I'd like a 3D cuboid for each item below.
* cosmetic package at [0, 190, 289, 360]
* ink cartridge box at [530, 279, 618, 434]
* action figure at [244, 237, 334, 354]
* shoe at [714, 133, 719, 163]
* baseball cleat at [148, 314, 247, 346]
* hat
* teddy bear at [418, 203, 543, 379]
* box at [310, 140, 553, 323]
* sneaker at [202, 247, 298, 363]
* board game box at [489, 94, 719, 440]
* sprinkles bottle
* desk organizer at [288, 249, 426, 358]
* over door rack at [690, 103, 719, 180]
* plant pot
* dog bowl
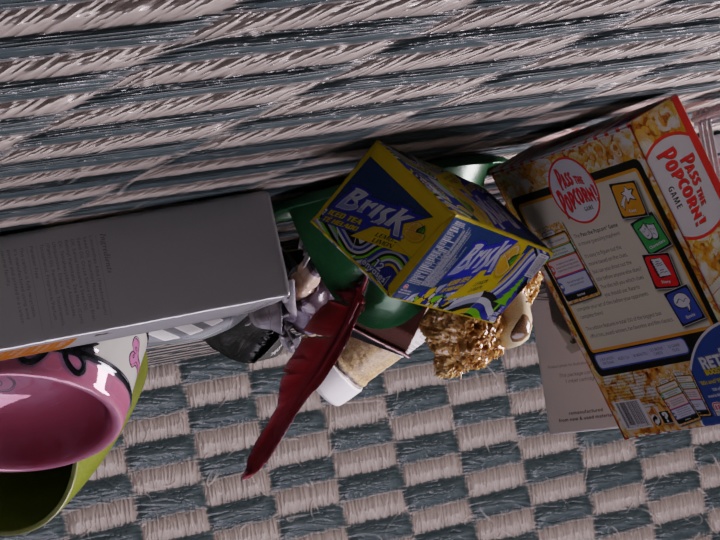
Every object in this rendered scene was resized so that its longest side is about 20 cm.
[{"bbox_3d":[-0.156,0.006,1.410,0.199,0.071,0.101,-11,176,-16],"label":"cosmetic package"},{"bbox_3d":[0.205,0.020,1.766,0.083,0.201,0.147,-10,177,39],"label":"ink cartridge box"},{"bbox_3d":[0.000,0.000,1.670,0.200,0.070,0.130,-21,160,-9],"label":"action figure"},{"bbox_3d":[0.255,-0.052,1.655,0.200,0.091,0.071,-9,176,-32],"label":"shoe"},{"bbox_3d":[-0.155,0.019,1.644,0.200,0.070,0.106,-23,159,-10],"label":"baseball cleat"},{"bbox_3d":[0.026,0.029,1.494,0.165,0.177,0.200,-8,175,-43],"label":"hat"},{"bbox_3d":[0.104,0.001,1.541,0.145,0.067,0.200,-56,178,18],"label":"teddy bear"},{"bbox_3d":[0.047,-0.020,1.343,0.064,0.070,0.200,-49,161,9],"label":"box"},{"bbox_3d":[-0.083,0.031,1.794,0.067,0.090,0.200,-54,-160,-24],"label":"sneaker"},{"bbox_3d":[0.180,0.003,1.394,0.046,0.200,0.151,-31,-172,-31],"label":"board game box"},{"bbox_3d":[0.038,0.034,1.921,0.200,0.068,0.068,-37,171,10],"label":"sprinkles bottle"},{"bbox_3d":[-0.014,0.009,1.835,0.072,0.077,0.200,27,176,-25],"label":"desk organizer"},{"bbox_3d":[0.274,-0.045,1.368,0.066,0.148,0.200,-9,176,-15],"label":"over door rack"},{"bbox_3d":[-0.273,0.107,1.942,0.187,0.188,0.200,-14,-171,29],"label":"plant pot"},{"bbox_3d":[-0.250,0.078,1.582,0.200,0.074,0.200,-2,151,-1],"label":"dog bowl"}]
